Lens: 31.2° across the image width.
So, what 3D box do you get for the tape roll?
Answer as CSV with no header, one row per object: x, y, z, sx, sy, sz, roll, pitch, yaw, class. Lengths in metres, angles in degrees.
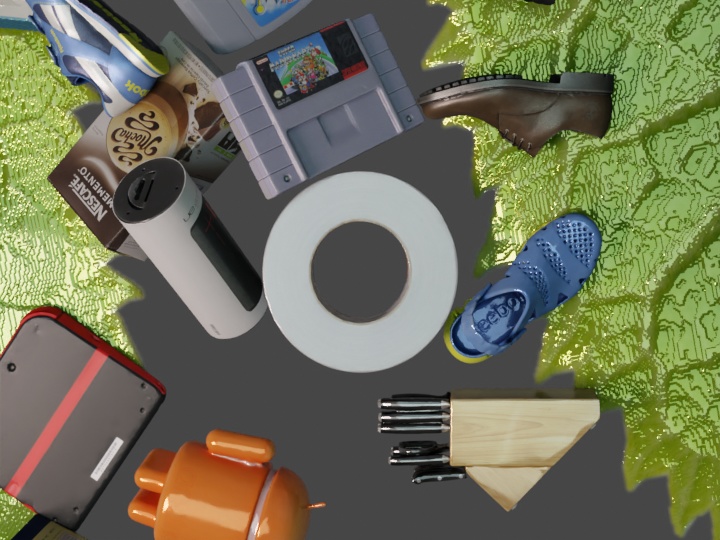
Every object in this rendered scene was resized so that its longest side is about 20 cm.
0.000,0.000,1.317,0.197,0.066,0.203,0,93,0,tape roll

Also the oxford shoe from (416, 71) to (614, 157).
0.155,-0.156,1.294,0.197,0.073,0.086,1,97,5,oxford shoe

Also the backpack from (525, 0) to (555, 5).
0.097,-0.354,1.255,0.197,0.154,0.166,5,99,-17,backpack

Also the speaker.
-0.165,-0.019,1.273,0.080,0.201,0.082,-13,50,16,speaker

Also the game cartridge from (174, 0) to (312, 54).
-0.095,-0.313,1.280,0.199,0.041,0.134,-40,135,0,game cartridge

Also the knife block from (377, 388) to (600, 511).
0.123,0.149,1.328,0.175,0.064,0.200,44,98,-1,knife block

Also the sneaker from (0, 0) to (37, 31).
-0.385,-0.298,1.334,0.197,0.077,0.082,6,89,-3,sneaker

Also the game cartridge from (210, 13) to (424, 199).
-0.039,-0.168,1.272,0.199,0.038,0.131,-29,98,-32,game cartridge

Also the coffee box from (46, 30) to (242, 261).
-0.207,-0.124,1.309,0.113,0.080,0.200,45,98,22,coffee box

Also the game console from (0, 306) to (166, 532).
-0.330,0.160,1.393,0.176,0.031,0.201,34,98,-5,game console

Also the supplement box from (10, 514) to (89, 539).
-0.310,0.404,1.349,0.198,0.134,0.202,25,103,2,supplement box

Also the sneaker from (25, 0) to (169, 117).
-0.283,-0.233,1.263,0.200,0.074,0.083,42,109,9,sneaker

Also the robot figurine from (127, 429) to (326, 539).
-0.138,0.248,1.338,0.197,0.117,0.145,15,69,4,robot figurine

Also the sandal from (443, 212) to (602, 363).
0.167,0.023,1.303,0.079,0.087,0.200,44,96,2,sandal
